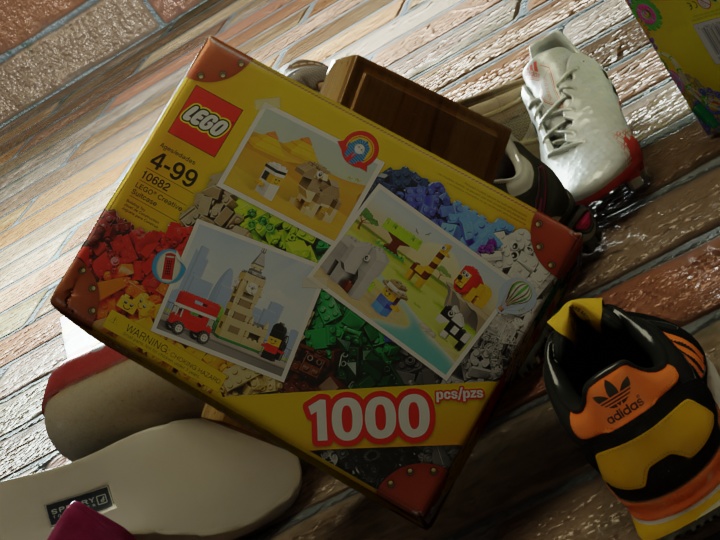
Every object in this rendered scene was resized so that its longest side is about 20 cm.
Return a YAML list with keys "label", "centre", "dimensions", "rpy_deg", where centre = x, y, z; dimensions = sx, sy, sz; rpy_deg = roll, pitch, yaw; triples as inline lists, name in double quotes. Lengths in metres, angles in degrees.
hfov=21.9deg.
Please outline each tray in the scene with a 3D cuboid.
- label: "tray"
  centre: [0.000, 0.000, 0.967]
  dimensions: [0.037, 0.099, 0.200]
  rpy_deg: [-1, 67, 65]

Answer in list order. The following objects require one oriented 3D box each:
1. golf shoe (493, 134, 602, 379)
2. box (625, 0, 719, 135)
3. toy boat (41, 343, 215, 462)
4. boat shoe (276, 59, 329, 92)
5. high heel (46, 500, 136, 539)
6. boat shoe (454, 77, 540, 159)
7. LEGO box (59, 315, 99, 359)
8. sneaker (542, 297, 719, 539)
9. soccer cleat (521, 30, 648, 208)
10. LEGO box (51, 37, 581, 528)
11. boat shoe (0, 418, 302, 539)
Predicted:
- label: "golf shoe"
  centre: [0.065, 0.004, 1.031]
  dimensions: [0.077, 0.088, 0.200]
  rpy_deg: [-21, 23, 34]
- label: "box"
  centre: [0.294, -0.194, 1.085]
  dimensions: [0.193, 0.122, 0.200]
  rpy_deg: [-43, 18, -27]
- label: "toy boat"
  centre: [-0.089, 0.042, 1.092]
  dimensions: [0.200, 0.130, 0.131]
  rpy_deg: [-24, 53, 30]
- label: "boat shoe"
  centre: [-0.065, -0.050, 1.223]
  dimensions: [0.200, 0.076, 0.072]
  rpy_deg: [-59, 23, 16]
- label: "high heel"
  centre: [-0.190, 0.187, 0.983]
  dimensions: [0.200, 0.096, 0.067]
  rpy_deg: [-23, 20, 33]
- label: "boat shoe"
  centre: [0.036, -0.092, 1.276]
  dimensions: [0.200, 0.065, 0.071]
  rpy_deg: [-11, 15, -8]
- label: "LEGO box"
  centre: [-0.111, 0.023, 1.333]
  dimensions: [0.200, 0.077, 0.149]
  rpy_deg: [-35, 16, -3]
- label: "sneaker"
  centre: [0.115, 0.040, 0.820]
  dimensions: [0.070, 0.090, 0.200]
  rpy_deg: [-32, 17, 7]
- label: "soccer cleat"
  centre: [0.135, -0.096, 1.180]
  dimensions: [0.069, 0.085, 0.200]
  rpy_deg: [-29, 17, 16]
- label: "LEGO box"
  centre: [-0.018, 0.007, 0.879]
  dimensions: [0.149, 0.200, 0.077]
  rpy_deg: [-60, -11, -8]
- label: "boat shoe"
  centre: [-0.131, 0.143, 1.044]
  dimensions: [0.200, 0.075, 0.093]
  rpy_deg: [-10, -27, -7]
